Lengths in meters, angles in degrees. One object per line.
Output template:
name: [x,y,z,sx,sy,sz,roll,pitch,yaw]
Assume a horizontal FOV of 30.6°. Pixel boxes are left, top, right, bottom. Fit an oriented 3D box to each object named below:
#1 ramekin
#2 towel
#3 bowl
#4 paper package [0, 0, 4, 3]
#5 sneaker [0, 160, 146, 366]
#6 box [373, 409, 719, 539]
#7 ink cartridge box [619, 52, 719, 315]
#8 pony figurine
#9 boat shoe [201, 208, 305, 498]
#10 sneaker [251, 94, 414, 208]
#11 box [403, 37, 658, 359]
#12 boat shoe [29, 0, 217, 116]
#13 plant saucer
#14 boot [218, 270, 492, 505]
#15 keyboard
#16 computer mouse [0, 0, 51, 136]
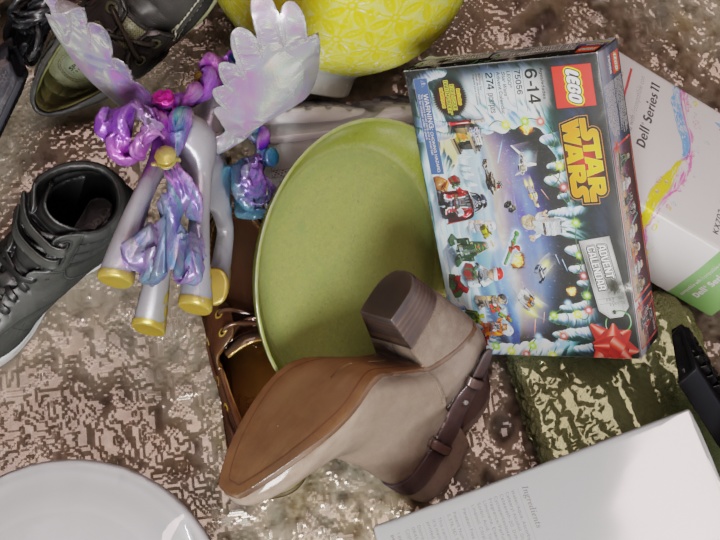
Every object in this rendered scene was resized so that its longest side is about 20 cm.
ramekin: [-0.168,0.223,0.788,0.199,0.094,0.205,-2,66,4]
towel: [0.191,0.124,0.897,0.147,0.037,0.202,-18,75,-10]
bowl: [-0.030,-0.187,0.931,0.198,0.200,0.109,21,108,2]
paper package: [-0.324,-0.276,0.936,0.190,0.104,0.200,-36,66,-13]
sneaker: [-0.229,-0.004,0.871,0.200,0.099,0.071,-41,80,-15]
box: [0.124,0.170,0.800,0.198,0.124,0.099,-22,74,8]
ink cartridge box: [0.191,-0.072,0.914,0.198,0.067,0.118,28,56,-9]
pony figurine: [-0.109,-0.077,0.815,0.164,0.193,0.203,8,72,5]
boat shoe: [-0.069,0.048,0.883,0.071,0.068,0.203,-8,72,-8]
sneaker: [0.017,-0.082,0.948,0.197,0.075,0.083,-2,104,-10]
box: [0.111,-0.042,0.853,0.135,0.040,0.202,-1,111,32]
boat shoe: [-0.159,-0.160,0.885,0.072,0.200,0.066,39,48,-24]
plant saucer: [0.000,0.000,0.872,0.198,0.031,0.203,-8,101,-43]
boot: [0.012,0.102,0.836,0.200,0.147,0.070,-47,44,-17]
keyboard: [0.252,0.132,0.822,0.020,0.127,0.201,-29,111,22]
computer mouse: [-0.268,-0.105,0.896,0.052,0.138,0.202,25,81,-16]
